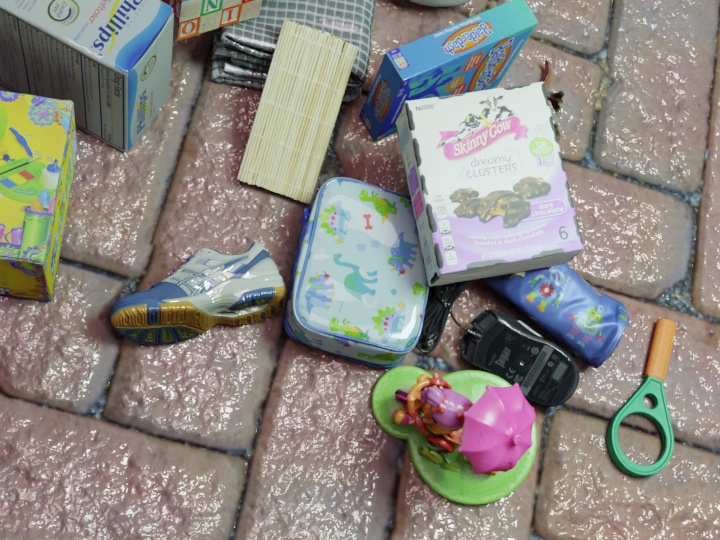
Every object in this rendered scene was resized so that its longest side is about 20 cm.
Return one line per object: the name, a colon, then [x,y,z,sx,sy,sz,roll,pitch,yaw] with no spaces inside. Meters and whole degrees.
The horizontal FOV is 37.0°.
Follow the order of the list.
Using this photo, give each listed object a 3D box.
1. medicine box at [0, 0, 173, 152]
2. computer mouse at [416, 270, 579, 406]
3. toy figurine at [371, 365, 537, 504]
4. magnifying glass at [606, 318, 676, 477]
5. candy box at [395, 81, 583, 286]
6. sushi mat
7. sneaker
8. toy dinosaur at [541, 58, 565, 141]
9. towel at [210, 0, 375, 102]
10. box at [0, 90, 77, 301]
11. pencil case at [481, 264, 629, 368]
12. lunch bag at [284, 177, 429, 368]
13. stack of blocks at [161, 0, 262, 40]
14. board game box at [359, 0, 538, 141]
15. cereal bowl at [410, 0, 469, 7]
medicine box: [-0.322,-0.256,1.215,0.199,0.182,0.103,28,66,-1]
computer mouse: [0.174,0.062,1.257,0.199,0.046,0.141,24,100,4]
toy figurine: [0.109,0.155,1.141,0.199,0.184,0.151,28,76,5]
magnifying glass: [0.348,0.151,1.297,0.079,0.022,0.201,22,68,-3]
candy box: [0.141,-0.098,1.211,0.166,0.072,0.202,-10,79,-9]
sushi mat: [-0.075,-0.189,1.283,0.095,0.012,0.202,17,95,-9]
sneaker: [-0.186,0.022,1.208,0.198,0.075,0.089,-9,60,-23]
toy dinosaur: [0.166,-0.186,1.377,0.180,0.106,0.201,2,35,-2]
towel: [-0.082,-0.310,1.343,0.198,0.086,0.167,9,67,-9]
box: [-0.421,-0.087,1.161,0.198,0.122,0.194,8,68,-9]
pencil case: [0.230,0.026,1.284,0.200,0.078,0.087,39,93,3]
lunch bag: [0.000,0.000,1.243,0.159,0.083,0.202,14,67,-8]
stack of blocks: [-0.135,-0.351,1.243,0.199,0.115,0.059,-25,66,-29]
board game box: [0.106,-0.246,1.324,0.199,0.152,0.045,-27,77,-20]
cereal bowl: [0.094,-0.432,1.430,0.198,0.083,0.202,4,68,-11]
